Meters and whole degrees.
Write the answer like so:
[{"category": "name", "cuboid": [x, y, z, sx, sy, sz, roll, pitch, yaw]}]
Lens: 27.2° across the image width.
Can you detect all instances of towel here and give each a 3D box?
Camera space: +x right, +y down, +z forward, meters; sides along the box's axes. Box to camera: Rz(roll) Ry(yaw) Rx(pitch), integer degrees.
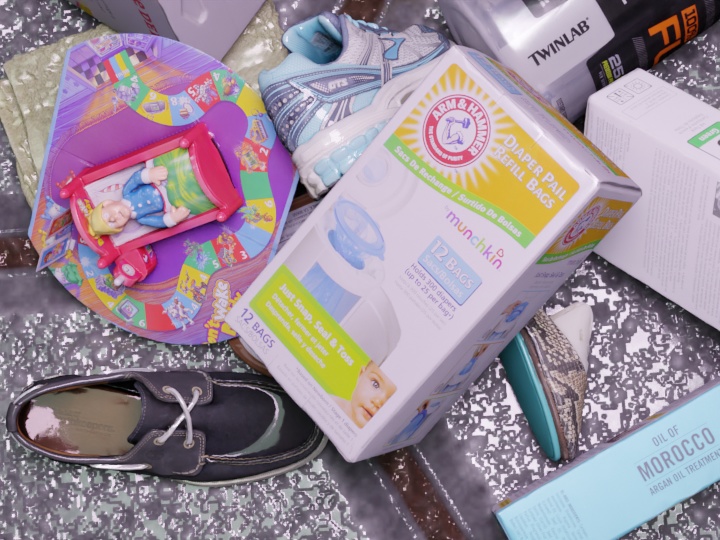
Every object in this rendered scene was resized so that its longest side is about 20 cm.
[{"category": "towel", "cuboid": [-0.131, -0.098, 0.963, 0.199, 0.036, 0.149, -22, 80, 2]}]

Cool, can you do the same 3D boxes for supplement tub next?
[{"category": "supplement tub", "cuboid": [0.156, -0.183, 0.911, 0.199, 0.123, 0.123, -35, 81, -1]}]

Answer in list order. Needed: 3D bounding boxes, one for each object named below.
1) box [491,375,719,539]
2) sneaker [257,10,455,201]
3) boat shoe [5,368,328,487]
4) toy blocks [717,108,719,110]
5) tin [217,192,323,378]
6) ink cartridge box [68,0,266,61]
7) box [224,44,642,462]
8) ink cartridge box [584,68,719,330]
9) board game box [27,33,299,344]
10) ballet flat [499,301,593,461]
[{"category": "box", "cuboid": [0.176, 0.116, 0.889, 0.199, 0.082, 0.049, -30, 83, 0]}, {"category": "sneaker", "cuboid": [0.001, -0.122, 0.879, 0.077, 0.200, 0.087, -31, 101, 28]}, {"category": "boat shoe", "cuboid": [-0.118, 0.096, 0.920, 0.198, 0.068, 0.072, 2, 81, 2]}, {"category": "toy blocks", "cuboid": [0.309, -0.035, 0.903, 0.136, 0.100, 0.201, -28, 87, -10]}, {"category": "tin", "cuboid": [0.000, 0.000, 0.905, 0.199, 0.042, 0.113, -22, 85, 23]}, {"category": "ink cartridge box", "cuboid": [-0.164, -0.222, 0.904, 0.199, 0.148, 0.086, 31, 76, 20]}, {"category": "box", "cuboid": [0.041, -0.008, 0.811, 0.113, 0.101, 0.200, 46, 107, 17]}, {"category": "ink cartridge box", "cuboid": [0.214, -0.023, 0.850, 0.050, 0.110, 0.200, -31, 48, -29]}, {"category": "board game box", "cuboid": [-0.126, -0.036, 0.878, 0.157, 0.039, 0.201, 25, 122, 8]}, {"category": "ballet flat", "cuboid": [0.098, 0.017, 0.920, 0.075, 0.068, 0.201, -31, 78, -12]}]
